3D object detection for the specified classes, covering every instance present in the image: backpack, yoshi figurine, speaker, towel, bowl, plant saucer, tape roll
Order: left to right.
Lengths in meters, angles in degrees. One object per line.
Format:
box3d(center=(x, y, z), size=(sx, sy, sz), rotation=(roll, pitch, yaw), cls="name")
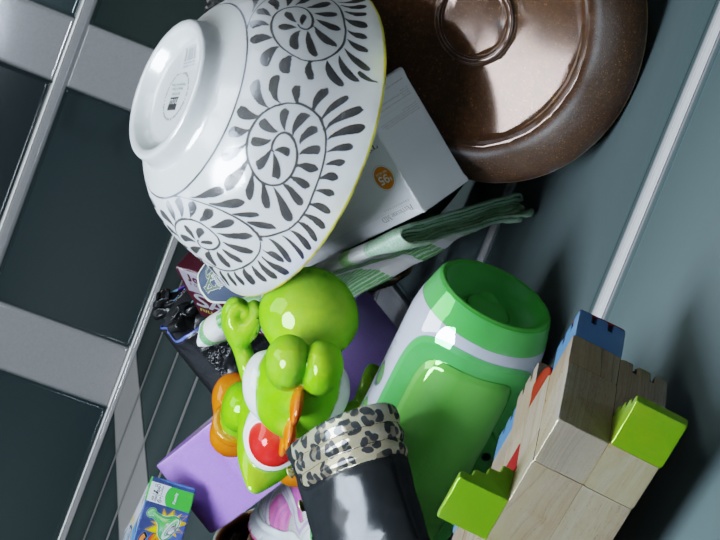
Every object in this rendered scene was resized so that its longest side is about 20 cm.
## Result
box3d(center=(-0.078, -0.093, 1.152), size=(0.200, 0.094, 0.202), rotation=(-35, 45, 45), cls="bowl")
box3d(center=(-0.065, 0.027, 1.652), size=(0.200, 0.135, 0.183), rotation=(-39, 10, -8), cls="backpack")
box3d(center=(-0.053, 0.102, 1.394), size=(0.200, 0.066, 0.200), rotation=(-40, -1, 0), cls="tape roll")
box3d(center=(-0.039, 0.061, 1.199), size=(0.113, 0.112, 0.200), rotation=(62, 161, 13), cls="yoshi figurine")
box3d(center=(0.000, 0.000, 1.255), size=(0.199, 0.152, 0.024), rotation=(-23, 86, 39), cls="towel")
box3d(center=(0.040, 0.095, 1.150), size=(0.089, 0.088, 0.201), rotation=(-91, 24, -62), cls="speaker")
box3d(center=(0.075, -0.153, 1.161), size=(0.034, 0.199, 0.202), rotation=(-13, -49, -62), cls="plant saucer")

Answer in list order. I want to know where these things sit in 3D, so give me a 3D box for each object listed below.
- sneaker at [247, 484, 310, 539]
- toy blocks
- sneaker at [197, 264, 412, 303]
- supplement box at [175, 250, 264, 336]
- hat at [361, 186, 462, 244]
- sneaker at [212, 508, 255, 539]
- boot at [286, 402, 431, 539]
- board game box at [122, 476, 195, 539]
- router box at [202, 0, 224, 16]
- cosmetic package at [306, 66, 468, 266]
box3d(center=(-0.019, 0.170, 1.347), size=(0.089, 0.081, 0.200), rotation=(-66, 18, -2), cls="sneaker")
box3d(center=(0.092, 0.102, 0.922), size=(0.137, 0.099, 0.201), rotation=(-67, 3, -60), cls="toy blocks")
box3d(center=(-0.046, -0.004, 1.418), size=(0.090, 0.200, 0.068), rotation=(-35, 71, 24), cls="sneaker")
box3d(center=(-0.042, -0.039, 1.535), size=(0.108, 0.061, 0.200), rotation=(15, 53, 39), cls="supplement box")
box3d(center=(-0.005, -0.131, 1.382), size=(0.201, 0.176, 0.165), rotation=(-54, -17, 15), cls="hat")
box3d(center=(-0.080, 0.217, 1.520), size=(0.200, 0.084, 0.073), rotation=(138, 149, -70), cls="sneaker")
box3d(center=(-0.008, 0.180, 1.113), size=(0.204, 0.073, 0.155), rotation=(-44, 58, 52), cls="boot")
box3d(center=(-0.164, 0.237, 1.381), size=(0.200, 0.034, 0.136), rotation=(123, 163, -68), cls="board game box")
box3d(center=(-0.031, -0.177, 1.271), size=(0.051, 0.148, 0.202), rotation=(-12, -58, -55), cls="router box")
box3d(center=(-0.025, -0.052, 1.220), size=(0.051, 0.083, 0.199), rotation=(-38, 8, -38), cls="cosmetic package")
